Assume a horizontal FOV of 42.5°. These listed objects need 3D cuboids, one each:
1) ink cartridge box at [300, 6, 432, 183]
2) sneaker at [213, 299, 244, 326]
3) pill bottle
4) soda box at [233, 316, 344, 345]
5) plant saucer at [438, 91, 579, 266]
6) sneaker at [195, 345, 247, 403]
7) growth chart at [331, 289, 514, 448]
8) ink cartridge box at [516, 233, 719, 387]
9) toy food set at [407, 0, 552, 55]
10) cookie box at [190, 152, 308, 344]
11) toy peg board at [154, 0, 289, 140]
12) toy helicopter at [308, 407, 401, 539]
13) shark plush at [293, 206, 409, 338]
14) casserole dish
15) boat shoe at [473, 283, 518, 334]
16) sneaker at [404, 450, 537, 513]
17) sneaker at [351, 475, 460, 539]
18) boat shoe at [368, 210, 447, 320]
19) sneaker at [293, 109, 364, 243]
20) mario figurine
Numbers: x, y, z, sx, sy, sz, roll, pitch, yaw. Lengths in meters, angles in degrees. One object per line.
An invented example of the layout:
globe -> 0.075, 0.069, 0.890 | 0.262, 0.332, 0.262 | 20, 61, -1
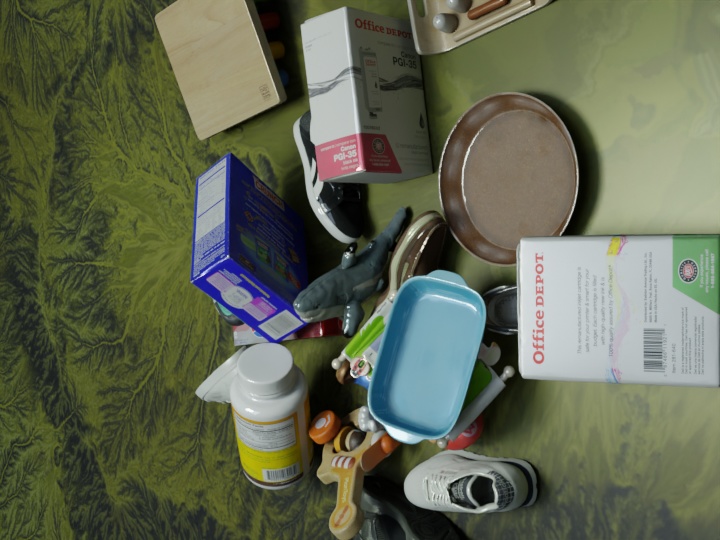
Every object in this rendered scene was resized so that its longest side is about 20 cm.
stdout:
ink cartridge box -> 0.009, -0.217, 1.171 | 0.082, 0.145, 0.204 | -8, 88, 41
sneaker -> -0.176, 0.013, 1.379 | 0.073, 0.088, 0.202 | -19, 49, 7
pill bottle -> -0.123, 0.201, 1.286 | 0.109, 0.108, 0.203 | 33, 140, 36
soda box -> -0.102, 0.070, 1.349 | 0.198, 0.069, 0.065 | -10, 83, 43
plant saucer -> 0.179, -0.107, 1.097 | 0.198, 0.034, 0.204 | 5, 97, 44
sneaker -> -0.185, 0.198, 1.434 | 0.116, 0.074, 0.200 | 49, 151, -1
growth chart -> 0.076, 0.112, 1.117 | 0.199, 0.018, 0.146 | 36, 89, 27
ink cartridge box -> 0.266, 0.037, 0.950 | 0.197, 0.084, 0.148 | 0, 93, 23
toy food set -> 0.133, -0.361, 1.103 | 0.198, 0.060, 0.146 | -15, 83, 42
cookie box -> -0.148, -0.031, 1.266 | 0.075, 0.171, 0.202 | -29, 42, 23
toy peg board -> -0.188, -0.330, 1.403 | 0.198, 0.097, 0.202 | -14, 99, 43
toy helicopter -> -0.003, 0.261, 1.217 | 0.131, 0.079, 0.202 | -25, 33, 23
shark plush -> 0.000, 0.000, 1.193 | 0.199, 0.084, 0.091 | -38, 47, -7
casserole dish -> 0.081, 0.102, 1.080 | 0.119, 0.039, 0.203 | 14, 84, 27
boat shoe -> 0.218, 0.039, 1.051 | 0.198, 0.060, 0.075 | -3, 90, 43
sneaker -> 0.120, 0.267, 1.149 | 0.198, 0.080, 0.078 | -17, 83, 44
sneaker -> 0.055, 0.364, 1.222 | 0.198, 0.075, 0.116 | 23, 110, 43
boat shoe -> 0.077, 0.021, 1.180 | 0.075, 0.074, 0.204 | 43, 133, 28
sneaker -> -0.023, -0.148, 1.256 | 0.111, 0.072, 0.203 | -36, 68, 40
mario figurine -> 0.063, 0.149, 1.148 | 0.198, 0.106, 0.125 | 31, 132, 21
